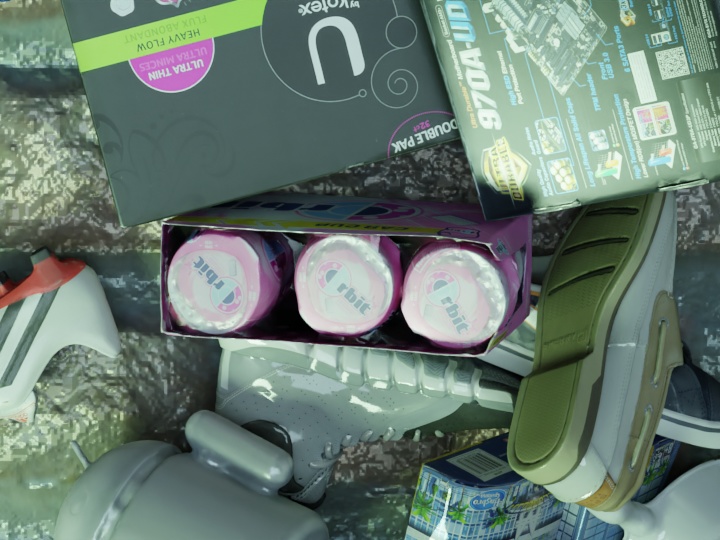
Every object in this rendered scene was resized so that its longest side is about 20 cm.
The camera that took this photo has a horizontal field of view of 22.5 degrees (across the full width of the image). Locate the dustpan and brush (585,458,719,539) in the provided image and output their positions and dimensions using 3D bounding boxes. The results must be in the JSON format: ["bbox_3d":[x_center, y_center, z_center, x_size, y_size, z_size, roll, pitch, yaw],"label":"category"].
[{"bbox_3d":[0.181,0.158,1.073,0.057,0.200,0.140,39,94,26],"label":"dustpan and brush"}]

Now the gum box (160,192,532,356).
[{"bbox_3d":[0.000,0.000,1.016,0.198,0.113,0.067,3,102,16],"label":"gum box"}]

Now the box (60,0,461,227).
[{"bbox_3d":[-0.056,-0.125,1.019,0.198,0.124,0.150,-15,100,-2],"label":"box"}]

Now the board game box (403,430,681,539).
[{"bbox_3d":[0.095,0.193,1.069,0.061,0.199,0.202,24,113,34],"label":"board game box"}]

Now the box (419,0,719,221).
[{"bbox_3d":[0.114,-0.135,0.927,0.158,0.046,0.202,-10,109,28],"label":"box"}]

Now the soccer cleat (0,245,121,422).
[{"bbox_3d":[-0.235,0.065,1.069,0.199,0.069,0.086,-32,96,-3],"label":"soccer cleat"}]

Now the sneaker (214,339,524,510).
[{"bbox_3d":[0.004,0.094,1.092,0.198,0.075,0.117,14,103,4],"label":"sneaker"}]

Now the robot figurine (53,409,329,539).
[{"bbox_3d":[-0.096,0.171,1.054,0.198,0.113,0.171,23,92,18],"label":"robot figurine"}]

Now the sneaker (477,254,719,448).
[{"bbox_3d":[0.150,0.039,1.082,0.198,0.078,0.080,22,103,-5],"label":"sneaker"}]

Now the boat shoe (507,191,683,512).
[{"bbox_3d":[0.141,0.037,1.007,0.068,0.074,0.202,34,65,-27],"label":"boat shoe"}]
